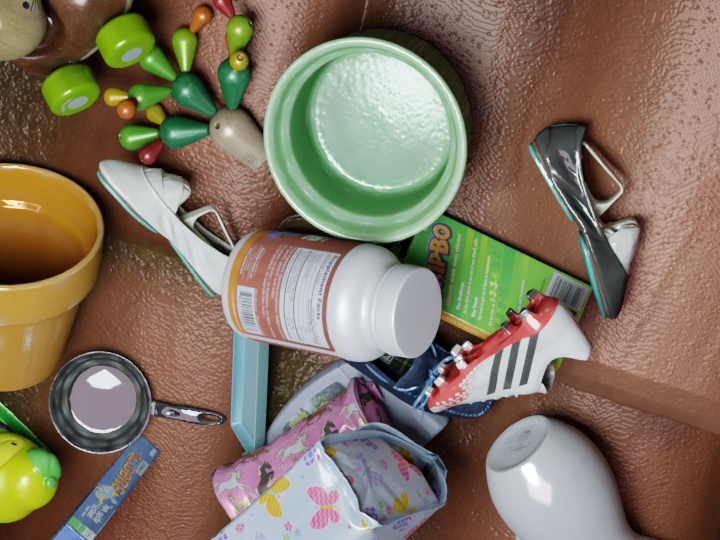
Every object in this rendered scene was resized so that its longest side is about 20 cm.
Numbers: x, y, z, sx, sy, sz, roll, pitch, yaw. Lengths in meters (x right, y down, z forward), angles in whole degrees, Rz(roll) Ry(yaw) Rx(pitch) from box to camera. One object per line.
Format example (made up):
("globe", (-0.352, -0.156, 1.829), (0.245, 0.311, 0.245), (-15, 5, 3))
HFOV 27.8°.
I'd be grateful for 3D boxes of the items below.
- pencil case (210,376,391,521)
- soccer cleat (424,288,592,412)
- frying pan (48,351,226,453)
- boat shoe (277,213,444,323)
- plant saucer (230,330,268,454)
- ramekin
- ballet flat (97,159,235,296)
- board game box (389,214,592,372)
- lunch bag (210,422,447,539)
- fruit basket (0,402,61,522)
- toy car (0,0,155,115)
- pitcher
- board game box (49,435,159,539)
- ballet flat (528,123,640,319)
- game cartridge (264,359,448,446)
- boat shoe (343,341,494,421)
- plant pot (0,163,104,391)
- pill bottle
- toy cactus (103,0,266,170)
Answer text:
("pencil case", (-0.058, 0.193, 1.510), (0.199, 0.083, 0.087), (-33, 63, 15))
("soccer cleat", (0.138, 0.095, 1.389), (0.085, 0.069, 0.200), (42, 130, -7))
("frying pan", (-0.254, 0.137, 1.623), (0.188, 0.031, 0.116), (-15, 98, -2))
("boat shoe", (0.000, 0.000, 1.478), (0.198, 0.068, 0.073), (22, 116, 7))
("plant saucer", (-0.117, 0.104, 1.545), (0.019, 0.070, 0.202), (-12, 125, -23))
("ramekin", (0.014, -0.136, 1.404), (0.198, 0.098, 0.202), (5, 113, 13))
("ballet flat", (-0.185, -0.057, 1.496), (0.069, 0.070, 0.200), (-28, 122, 23))
("board game box", (0.122, 0.016, 1.442), (0.198, 0.096, 0.030), (27, 157, 2))
("lunch bag", (-0.021, 0.240, 1.416), (0.170, 0.199, 0.128), (-45, 67, 23))
("fruit basket", (-0.425, 0.226, 1.610), (0.155, 0.216, 0.216), (44, 115, -5))
("toy car", (-0.322, -0.254, 1.368), (0.157, 0.199, 0.165), (-36, 76, 25))
("pitcher", (0.199, 0.255, 1.508), (0.171, 0.122, 0.200), (-24, 115, 38))
("board game box", (-0.304, 0.277, 1.599), (0.034, 0.200, 0.136), (40, 116, -3))
("ballet flat", (0.229, -0.050, 1.399), (0.068, 0.068, 0.202), (-22, 104, 13))
("game cartridge", (-0.017, 0.174, 1.572), (0.133, 0.041, 0.200), (46, 115, -1))
("boat shoe", (0.047, 0.102, 1.485), (0.198, 0.069, 0.085), (21, 86, -7))
("plant pot", (-0.374, 0.020, 1.534), (0.198, 0.201, 0.185), (18, 130, 8))
("pill bottle", (-0.027, 0.026, 1.391), (0.198, 0.112, 0.113), (9, 115, 34))
("toy cactus", (-0.155, -0.166, 1.451), (0.165, 0.102, 0.200), (42, 107, -14))
